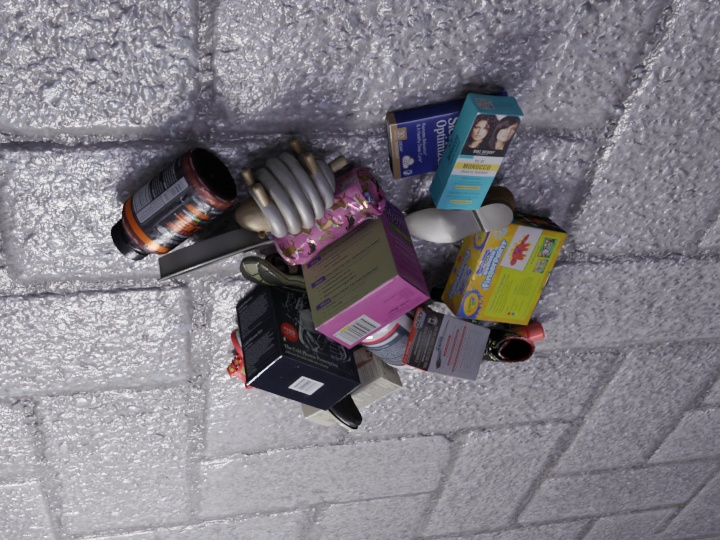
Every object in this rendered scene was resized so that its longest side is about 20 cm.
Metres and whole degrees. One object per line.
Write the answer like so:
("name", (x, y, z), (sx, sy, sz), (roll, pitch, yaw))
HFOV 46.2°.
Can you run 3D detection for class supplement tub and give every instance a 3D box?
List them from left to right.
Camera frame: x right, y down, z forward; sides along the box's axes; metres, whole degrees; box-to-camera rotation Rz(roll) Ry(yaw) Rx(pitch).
("supplement tub", (-0.294, -0.095, 1.308), (0.200, 0.107, 0.107), (-34, 137, 22))
("supplement tub", (0.066, 0.104, 1.631), (0.140, 0.141, 0.200), (-31, 138, 18))

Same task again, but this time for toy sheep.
("toy sheep", (-0.106, -0.126, 1.317), (0.200, 0.138, 0.138), (-30, 141, -7))

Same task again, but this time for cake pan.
("cake pan", (-0.240, -0.031, 1.372), (0.200, 0.037, 0.200), (-19, -177, 1))

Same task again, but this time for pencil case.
("pencil case", (-0.055, -0.088, 1.407), (0.200, 0.087, 0.083), (-32, 135, 23))

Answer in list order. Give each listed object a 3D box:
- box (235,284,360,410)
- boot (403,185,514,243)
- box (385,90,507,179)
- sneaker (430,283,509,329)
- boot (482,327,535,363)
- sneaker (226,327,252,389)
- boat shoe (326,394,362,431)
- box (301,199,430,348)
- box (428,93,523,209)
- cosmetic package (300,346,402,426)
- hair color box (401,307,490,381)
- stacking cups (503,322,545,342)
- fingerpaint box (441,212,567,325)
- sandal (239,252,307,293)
("box", (-0.118, 0.139, 1.581), (0.200, 0.182, 0.104), (26, 125, -39))
("boot", (0.174, -0.102, 1.483), (0.199, 0.076, 0.074), (-8, 126, 22))
("box", (0.144, -0.218, 1.362), (0.199, 0.032, 0.121), (-13, 141, -4))
("sneaker", (0.227, 0.079, 1.683), (0.199, 0.074, 0.088), (5, 105, -23))
("boot", (0.248, 0.153, 1.732), (0.203, 0.074, 0.154), (-1, 180, -5))
("sneaker", (-0.230, 0.186, 1.689), (0.085, 0.077, 0.200), (-12, 141, 5))
("boat shoe", (-0.057, 0.232, 1.711), (0.063, 0.202, 0.074), (-40, 166, 19))
("box", (0.001, -0.002, 1.436), (0.176, 0.200, 0.097), (-34, 138, 21))
("box", (0.182, -0.185, 1.348), (0.082, 0.049, 0.200), (0, 138, -19))
("cosmetic package", (-0.025, 0.246, 1.803), (0.200, 0.087, 0.103), (-30, 150, 17))
("hair color box", (0.165, 0.142, 1.595), (0.064, 0.111, 0.200), (15, 177, 34))
("stacking cups", (0.301, 0.159, 1.835), (0.199, 0.061, 0.061), (-18, 141, 2))
("fingerpaint box", (0.265, -0.008, 1.571), (0.166, 0.073, 0.200), (7, 116, -25))
("sandal", (-0.144, 0.000, 1.510), (0.080, 0.058, 0.201), (0, 169, 31))
